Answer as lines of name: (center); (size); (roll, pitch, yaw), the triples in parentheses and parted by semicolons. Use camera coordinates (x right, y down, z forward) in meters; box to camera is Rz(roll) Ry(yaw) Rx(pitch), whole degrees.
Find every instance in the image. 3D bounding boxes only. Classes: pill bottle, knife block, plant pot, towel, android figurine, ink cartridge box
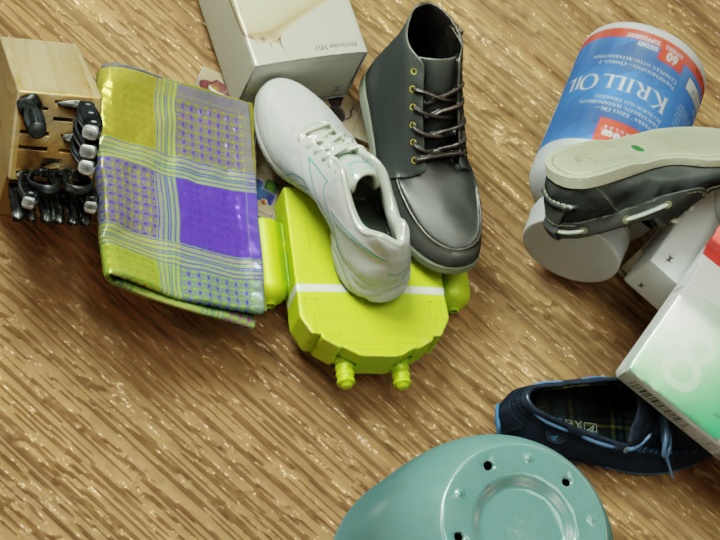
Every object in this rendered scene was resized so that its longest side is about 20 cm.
pill bottle: (0.203, -0.094, 1.763); (0.112, 0.112, 0.201); (26, 60, -5)
knife block: (-0.226, -0.118, 1.599); (0.064, 0.176, 0.201); (5, 64, -17)
plant pot: (0.092, 0.209, 1.557); (0.199, 0.161, 0.202); (7, 63, -15)
towel: (-0.135, -0.061, 1.628); (0.143, 0.023, 0.201); (18, 52, -30)
android figurine: (0.000, 0.000, 1.685); (0.181, 0.041, 0.201); (0, 63, -19)
ink cartridge box: (0.315, 0.050, 1.666); (0.161, 0.050, 0.200); (38, 80, -3)

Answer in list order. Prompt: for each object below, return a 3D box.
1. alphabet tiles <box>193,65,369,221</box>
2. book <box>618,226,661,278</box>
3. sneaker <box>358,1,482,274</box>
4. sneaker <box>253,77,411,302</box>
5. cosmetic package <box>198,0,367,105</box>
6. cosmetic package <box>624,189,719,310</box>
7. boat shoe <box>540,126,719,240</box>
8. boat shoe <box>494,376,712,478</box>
alphabet tiles: (-0.054, -0.082, 1.735); (0.199, 0.008, 0.168); (25, 61, -5)
book: (0.330, 0.021, 1.790); (0.200, 0.048, 0.134); (44, 60, 3)
sneaker: (0.053, -0.102, 1.676); (0.074, 0.106, 0.201); (-8, 63, -23)
sneaker: (-0.014, -0.076, 1.653); (0.070, 0.080, 0.201); (-24, 68, -23)
cosmetic package: (-0.077, -0.237, 1.758); (0.103, 0.073, 0.201); (-11, 66, -23)
cosmetic package: (0.331, 0.015, 1.743); (0.200, 0.052, 0.151); (41, 61, -3)
boat shoe: (0.231, -0.069, 1.675); (0.199, 0.068, 0.072); (-11, 28, -21)
boat shoe: (0.206, 0.121, 1.687); (0.199, 0.069, 0.085); (-3, 67, -19)
